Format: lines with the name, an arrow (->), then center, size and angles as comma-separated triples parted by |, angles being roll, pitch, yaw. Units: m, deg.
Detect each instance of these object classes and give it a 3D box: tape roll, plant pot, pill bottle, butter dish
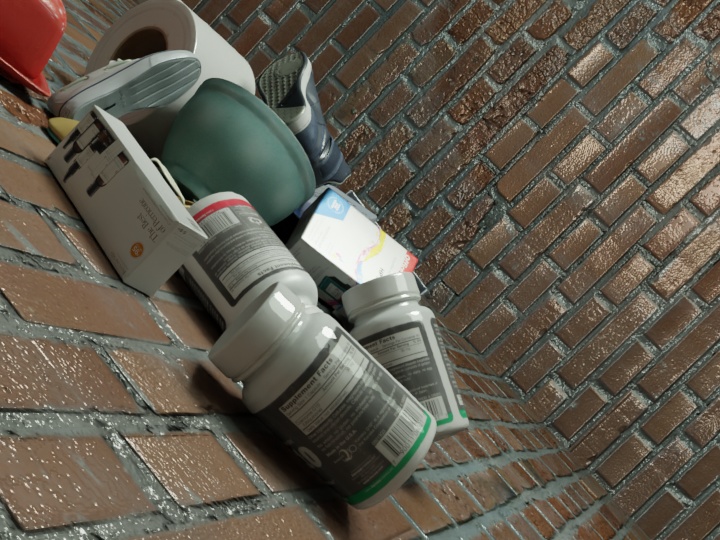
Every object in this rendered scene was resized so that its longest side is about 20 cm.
tape roll -> -0.265, -0.254, 1.552 | 0.139, 0.203, 0.203 | 36, 11, -51
plant pot -> -0.173, -0.119, 1.409 | 0.200, 0.134, 0.201 | 35, -23, 18
pill bottle -> -0.115, 0.018, 1.201 | 0.200, 0.111, 0.111 | 49, 7, 29
butter dish -> -0.415, -0.331, 1.308 | 0.200, 0.148, 0.200 | 40, 9, -42
pill bottle -> 0.050, 0.111, 1.359 | 0.113, 0.112, 0.202 | 25, 47, -72
pill bottle -> -0.036, 0.113, 1.032 | 0.200, 0.113, 0.113 | 45, 6, -8

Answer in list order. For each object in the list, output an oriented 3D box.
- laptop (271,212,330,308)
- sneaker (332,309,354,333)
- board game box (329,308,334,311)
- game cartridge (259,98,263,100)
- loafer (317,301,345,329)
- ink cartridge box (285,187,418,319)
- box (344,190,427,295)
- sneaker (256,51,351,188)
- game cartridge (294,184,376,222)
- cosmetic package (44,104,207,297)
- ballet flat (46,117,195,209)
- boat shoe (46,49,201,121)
laptop -> -0.092, -0.032, 1.631 | 0.187, 0.116, 0.200 | 46, 12, -1
sneaker -> 0.004, 0.124, 1.531 | 0.114, 0.072, 0.201 | 47, 16, -23
board game box -> -0.058, 0.016, 1.744 | 0.200, 0.032, 0.120 | 46, -13, 28
game cartridge -> -0.166, -0.175, 1.581 | 0.038, 0.199, 0.131 | 35, 55, -46
loafer -> -0.077, 0.062, 1.399 | 0.070, 0.068, 0.201 | 31, 8, -33
ink cartridge box -> 0.000, 0.000, 1.482 | 0.200, 0.067, 0.117 | 38, 42, -12
box -> -0.005, -0.004, 1.802 | 0.200, 0.107, 0.148 | 52, -14, 4
sneaker -> -0.073, -0.189, 1.487 | 0.203, 0.076, 0.147 | -94, 159, -51
game cartridge -> -0.064, -0.099, 1.637 | 0.133, 0.042, 0.199 | 41, 16, 27
cosmetic package -> -0.238, -0.073, 1.120 | 0.200, 0.083, 0.051 | 49, 10, 34
ballet flat -> -0.268, -0.119, 1.293 | 0.200, 0.063, 0.069 | 44, 8, -14
boat shoe -> -0.291, -0.233, 1.382 | 0.067, 0.199, 0.074 | 40, -39, 28
